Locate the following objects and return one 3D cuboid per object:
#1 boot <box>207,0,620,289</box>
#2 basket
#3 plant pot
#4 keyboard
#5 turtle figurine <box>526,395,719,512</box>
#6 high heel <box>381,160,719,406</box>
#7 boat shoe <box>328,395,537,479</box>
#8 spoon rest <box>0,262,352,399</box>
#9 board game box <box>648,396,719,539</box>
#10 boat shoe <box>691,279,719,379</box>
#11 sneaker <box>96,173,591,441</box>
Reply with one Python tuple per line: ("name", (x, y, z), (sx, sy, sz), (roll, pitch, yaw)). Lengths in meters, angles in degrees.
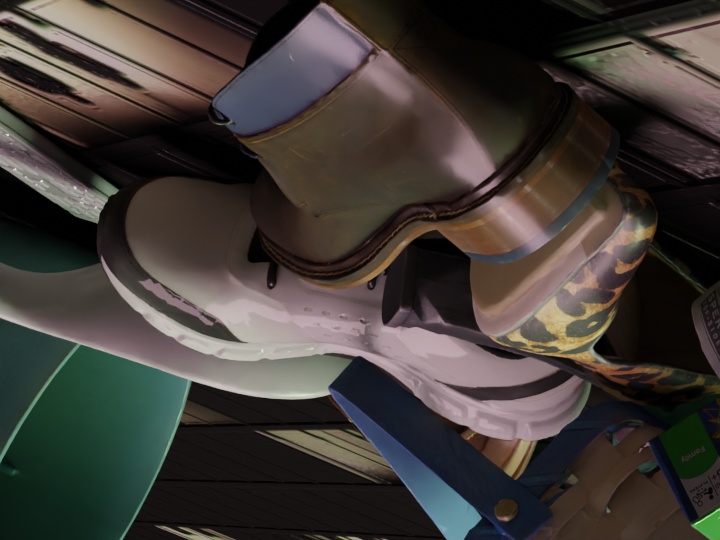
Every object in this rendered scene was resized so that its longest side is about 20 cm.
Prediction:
("boot", (-0.005, -0.052, 0.908), (0.097, 0.075, 0.200), (42, 159, -18))
("basket", (0.083, 0.124, 1.070), (0.200, 0.139, 0.176), (32, 168, 40))
("plant pot", (-0.195, 0.060, 1.353), (0.161, 0.201, 0.201), (28, 170, 16))
("keyboard", (-0.148, -0.053, 1.196), (0.056, 0.011, 0.200), (11, 165, 32))
("turtle figurine", (0.106, 0.124, 1.230), (0.150, 0.101, 0.200), (50, 145, 9))
("high heel", (0.102, 0.004, 0.980), (0.142, 0.072, 0.200), (12, 168, -15))
("boat shoe", (0.032, 0.053, 1.244), (0.067, 0.072, 0.200), (22, 171, -11))
("spoon rest", (-0.089, 0.002, 1.172), (0.200, 0.099, 0.061), (19, 125, -6))
("board game box", (0.192, 0.063, 0.951), (0.135, 0.034, 0.200), (-34, 147, 14))
("boat shoe", (0.176, 0.037, 0.992), (0.057, 0.069, 0.200), (-33, 154, 18))
("sneaker", (0.000, 0.000, 1.110), (0.200, 0.074, 0.080), (15, 153, -5))
